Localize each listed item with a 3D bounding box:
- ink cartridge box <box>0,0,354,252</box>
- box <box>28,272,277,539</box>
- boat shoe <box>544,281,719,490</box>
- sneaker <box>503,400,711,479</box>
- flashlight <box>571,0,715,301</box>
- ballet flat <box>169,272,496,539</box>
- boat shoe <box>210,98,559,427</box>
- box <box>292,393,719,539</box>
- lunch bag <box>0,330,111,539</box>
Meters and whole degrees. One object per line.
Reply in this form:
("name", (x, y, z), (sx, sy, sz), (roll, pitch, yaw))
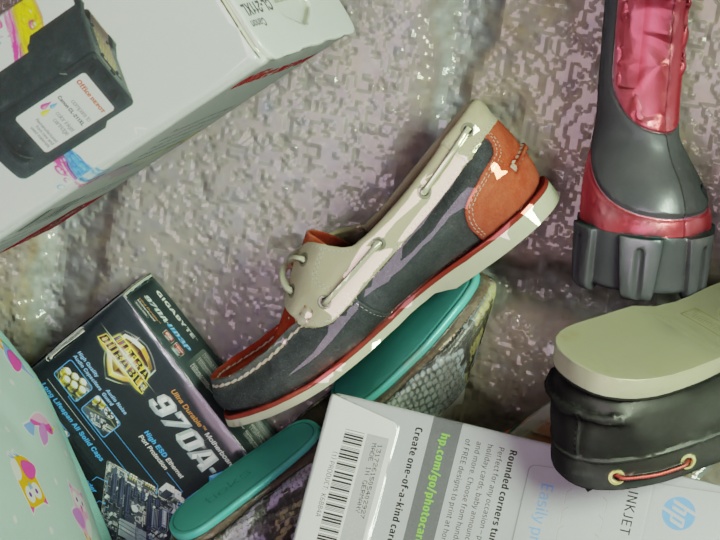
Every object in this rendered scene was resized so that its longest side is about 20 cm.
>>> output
("ink cartridge box", (-0.119, -0.087, 0.858), (0.200, 0.146, 0.083), (-31, 92, 19))
("box", (-0.110, 0.128, 0.964), (0.159, 0.046, 0.200), (-38, 92, 20))
("boat shoe", (0.167, 0.046, 0.817), (0.074, 0.201, 0.063), (39, 133, 50))
("sneaker", (0.083, 0.104, 0.899), (0.199, 0.080, 0.072), (-28, 90, -1))
("flashlight", (0.133, -0.089, 0.832), (0.067, 0.068, 0.201), (8, 107, 14))
("ballet flat", (-0.001, 0.084, 0.896), (0.200, 0.072, 0.072), (-41, 91, -6))
("boat shoe", (0.000, 0.000, 0.886), (0.200, 0.071, 0.063), (-37, 104, 16))
("box", (0.065, 0.152, 0.809), (0.199, 0.041, 0.157), (12, 79, 12))
("lunch bag", (-0.195, 0.125, 0.871), (0.121, 0.170, 0.201), (-13, 100, 11))
